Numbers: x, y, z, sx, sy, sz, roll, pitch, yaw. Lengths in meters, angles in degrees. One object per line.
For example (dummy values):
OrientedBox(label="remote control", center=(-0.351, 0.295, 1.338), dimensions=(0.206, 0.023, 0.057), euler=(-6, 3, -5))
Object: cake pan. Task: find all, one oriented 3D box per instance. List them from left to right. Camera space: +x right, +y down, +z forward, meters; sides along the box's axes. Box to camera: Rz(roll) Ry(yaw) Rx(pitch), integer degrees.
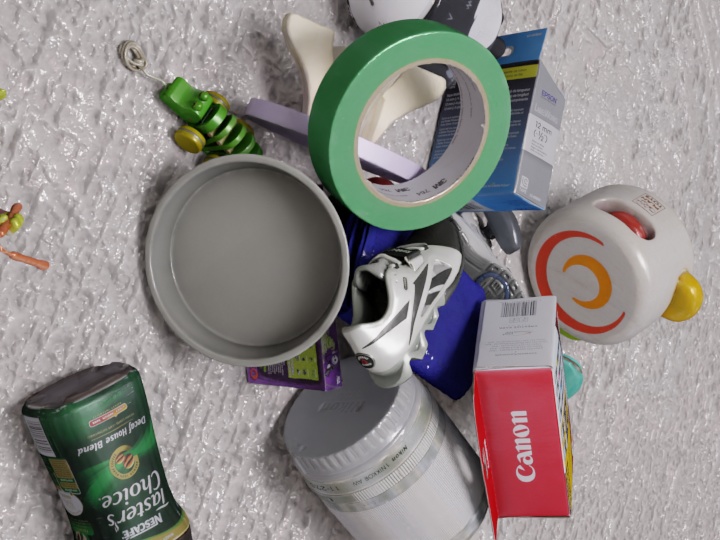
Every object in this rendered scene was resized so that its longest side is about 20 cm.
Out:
OrientedBox(label="cake pan", center=(-0.104, -0.010, 1.141), dimensions=(0.037, 0.200, 0.200), euler=(-28, 113, -75))

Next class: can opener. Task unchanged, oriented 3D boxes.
OrientedBox(label="can opener", center=(0.175, 0.006, 1.433), dimensions=(0.053, 0.067, 0.200), euler=(12, 52, -57))

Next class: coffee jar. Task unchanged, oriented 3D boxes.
OrientedBox(label="coffee jar", center=(-0.222, 0.191, 1.087), dimensions=(0.104, 0.085, 0.200), euler=(-29, 110, -39))

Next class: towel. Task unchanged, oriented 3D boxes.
OrientedBox(label="towel", center=(0.050, 0.032, 1.259), dimensions=(0.200, 0.050, 0.148), euler=(38, 51, -35))

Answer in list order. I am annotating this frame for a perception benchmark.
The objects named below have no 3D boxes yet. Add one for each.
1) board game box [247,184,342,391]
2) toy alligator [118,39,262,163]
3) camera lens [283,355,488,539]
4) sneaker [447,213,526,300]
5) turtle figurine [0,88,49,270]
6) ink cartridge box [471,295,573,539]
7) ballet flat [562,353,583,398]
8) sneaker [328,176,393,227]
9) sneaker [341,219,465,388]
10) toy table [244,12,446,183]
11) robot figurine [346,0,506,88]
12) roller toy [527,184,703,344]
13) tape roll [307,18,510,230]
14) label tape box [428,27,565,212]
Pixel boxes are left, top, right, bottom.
OrientedBox(label="board game box", center=(-0.076, 0.017, 1.201), dimensions=(0.032, 0.120, 0.200), euler=(-12, 99, -48))
OrientedBox(label="toy alligator", center=(-0.152, -0.150, 1.172), dimensions=(0.200, 0.054, 0.059), euler=(47, 60, -33))
OrientedBox(label="camera lens", center=(0.032, 0.204, 1.276), dimensions=(0.200, 0.160, 0.160), euler=(54, 57, -29))
OrientedBox(label="sneaker", center=(0.134, -0.005, 1.385), dimensions=(0.200, 0.075, 0.087), euler=(54, 21, 1))
OrientedBox(label="turtle figurine", center=(-0.340, -0.082, 0.989), dimensions=(0.200, 0.064, 0.161), euler=(20, 69, -33))
OrientedBox(label="ink cartridge box", center=(0.173, 0.158, 1.269), dimensions=(0.176, 0.084, 0.200), euler=(-73, 155, -57))
OrientedBox(label="ballet flat", center=(0.195, 0.148, 1.415), dimensions=(0.067, 0.200, 0.070), euler=(38, 69, -6))
OrientedBox(label="sneaker", center=(0.000, 0.000, 1.306), dimensions=(0.098, 0.071, 0.201), euler=(-7, 93, -43))
OrientedBox(label="sneaker", center=(0.039, 0.007, 1.158), dimensions=(0.089, 0.074, 0.200), euler=(48, 45, -29))
OrientedBox(label="toy table", center=(-0.009, -0.174, 1.238), dimensions=(0.200, 0.184, 0.117), euler=(20, 90, -35))
OrientedBox(label="robot figurine", center=(0.074, -0.290, 1.341), dimensions=(0.200, 0.150, 0.125), euler=(22, 109, -42))
OrientedBox(label="roller toy", center=(0.321, -0.011, 1.527), dimensions=(0.140, 0.200, 0.183), euler=(-27, 103, -41))
OrientedBox(label="tape roll", center=(0.049, -0.138, 1.160), dimensions=(0.200, 0.048, 0.200), euler=(-14, 121, -25))
OrientedBox(label="label tape box", center=(0.161, -0.170, 1.406), dimensions=(0.066, 0.143, 0.200), euler=(24, 74, -40))
